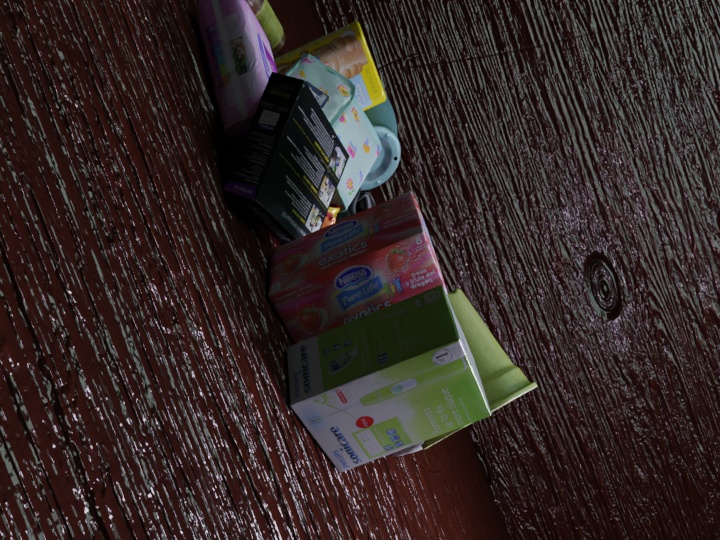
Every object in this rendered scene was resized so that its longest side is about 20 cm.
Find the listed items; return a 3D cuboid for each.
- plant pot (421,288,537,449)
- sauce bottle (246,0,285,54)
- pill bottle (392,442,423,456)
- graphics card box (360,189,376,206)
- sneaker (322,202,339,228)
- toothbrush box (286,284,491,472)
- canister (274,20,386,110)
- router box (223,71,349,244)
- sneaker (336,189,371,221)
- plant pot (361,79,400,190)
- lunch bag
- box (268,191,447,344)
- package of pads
[{"bbox_3d":[0.139,0.141,1.050,0.188,0.197,0.200,62,6,15],"label":"plant pot"},{"bbox_3d":[-0.188,-0.450,1.165,0.200,0.064,0.068,55,16,-67],"label":"sauce bottle"},{"bbox_3d":[0.066,0.193,1.153,0.113,0.110,0.206,11,59,-80],"label":"pill bottle"},{"bbox_3d":[0.036,-0.052,1.429,0.126,0.050,0.204,59,12,-54],"label":"graphics card box"},{"bbox_3d":[-0.061,-0.055,1.004,0.073,0.075,0.205,-93,171,-68],"label":"sneaker"},{"bbox_3d":[0.033,0.127,0.782,0.087,0.195,0.147,-101,167,-48],"label":"toothbrush box"},{"bbox_3d":[-0.068,-0.322,1.187,0.088,0.195,0.151,-101,167,-55],"label":"canister"},{"bbox_3d":[-0.084,-0.125,0.858,0.200,0.050,0.153,49,61,-68],"label":"router box"},{"bbox_3d":[-0.039,-0.131,1.237,0.077,0.111,0.203,62,9,-49],"label":"sneaker"},{"bbox_3d":[-0.013,-0.264,1.325,0.202,0.196,0.190,61,3,-44],"label":"plant pot"},{"bbox_3d":[-0.069,-0.214,1.067,0.203,0.119,0.172,59,41,-29],"label":"lunch bag"},{"bbox_3d":[-0.005,0.001,0.830,0.104,0.195,0.096,-98,164,-57],"label":"box"},{"bbox_3d":[-0.150,-0.252,0.910,0.121,0.074,0.205,45,26,-68],"label":"package of pads"}]
